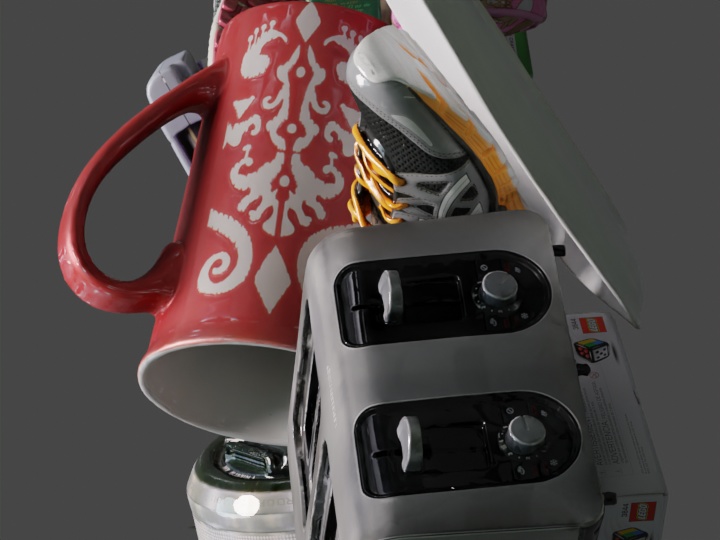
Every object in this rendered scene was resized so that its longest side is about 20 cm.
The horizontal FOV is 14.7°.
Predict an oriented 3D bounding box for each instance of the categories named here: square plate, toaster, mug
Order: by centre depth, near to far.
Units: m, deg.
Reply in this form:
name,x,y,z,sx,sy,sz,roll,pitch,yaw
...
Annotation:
name,x,y,z,sx,sy,sz,roll,pitch,yaw
toaster,0.036,0.097,1.283,0.201,0.118,0.182,98,168,-50
square plate,0.065,-0.078,1.316,0.201,0.028,0.198,55,180,-15
mug,-0.047,-0.035,1.426,0.133,0.177,0.201,-13,58,39

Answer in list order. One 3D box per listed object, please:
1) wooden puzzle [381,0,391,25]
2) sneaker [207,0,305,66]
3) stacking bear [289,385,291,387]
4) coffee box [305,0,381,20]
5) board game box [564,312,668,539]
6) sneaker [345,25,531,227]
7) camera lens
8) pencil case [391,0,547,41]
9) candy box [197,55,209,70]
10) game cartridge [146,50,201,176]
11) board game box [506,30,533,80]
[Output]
name,x,y,z,sx,sy,sz,roll,pitch,yaw
wooden puzzle,0.022,-0.225,1.699,0.201,0.037,0.186,-86,6,-50
sneaker,-0.050,-0.143,1.640,0.201,0.080,0.075,-81,14,-45
stacking bear,0.000,0.000,1.567,0.121,0.113,0.201,36,-143,-45
coffee box,-0.016,-0.212,1.517,0.200,0.044,0.124,85,180,-64
board game box,0.107,0.137,1.331,0.127,0.034,0.201,-101,12,-51
sneaker,0.029,-0.040,1.302,0.078,0.077,0.200,57,180,34
camera lens,-0.012,0.186,1.694,0.160,0.159,0.201,-120,18,-73
pencil case,0.050,-0.214,1.434,0.083,0.086,0.202,7,-103,-78
candy box,-0.017,-0.045,1.749,0.201,0.071,0.168,60,-179,-21
game cartridge,-0.076,-0.045,1.784,0.201,0.040,0.133,61,-174,-7
board game box,0.055,-0.121,1.604,0.200,0.040,0.154,102,164,-61
